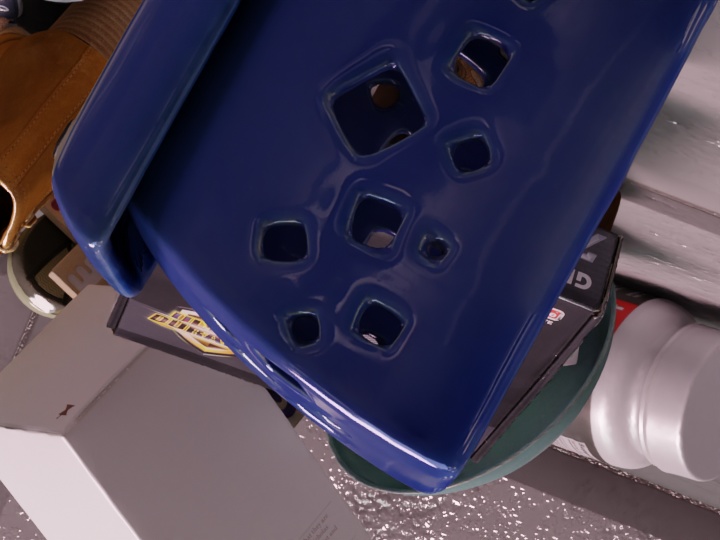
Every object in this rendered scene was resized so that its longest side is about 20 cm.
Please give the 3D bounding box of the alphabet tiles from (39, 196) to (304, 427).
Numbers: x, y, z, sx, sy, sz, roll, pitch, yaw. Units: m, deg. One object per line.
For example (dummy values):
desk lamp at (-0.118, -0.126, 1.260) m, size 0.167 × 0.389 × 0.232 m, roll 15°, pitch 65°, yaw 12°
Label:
alphabet tiles at (-0.094, 0.004, 1.632) m, size 0.200 × 0.167 × 0.008 m, roll 44°, pitch 132°, yaw -3°

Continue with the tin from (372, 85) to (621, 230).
tin at (0.067, -0.052, 1.398) m, size 0.112 × 0.042 × 0.200 m, roll 16°, pitch 176°, yaw 20°

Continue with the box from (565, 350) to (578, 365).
box at (0.000, 0.000, 1.562) m, size 0.200 × 0.097 × 0.176 m, roll -5°, pitch -166°, yaw -42°

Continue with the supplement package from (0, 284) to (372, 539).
supplement package at (-0.104, 0.120, 1.511) m, size 0.117 × 0.117 × 0.200 m, roll 4°, pitch 134°, yaw 53°

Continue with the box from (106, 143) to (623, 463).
box at (-0.004, 0.006, 1.271) m, size 0.200 × 0.050 × 0.199 m, roll 21°, pitch 154°, yaw -7°

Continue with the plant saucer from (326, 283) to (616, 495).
plant saucer at (0.072, 0.062, 1.642) m, size 0.200 × 0.200 × 0.036 m, roll 15°, pitch 152°, yaw 49°

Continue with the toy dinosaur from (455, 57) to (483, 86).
toy dinosaur at (0.041, -0.082, 1.260) m, size 0.106 × 0.060 × 0.200 m, roll 49°, pitch 172°, yaw -13°

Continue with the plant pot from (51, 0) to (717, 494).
plant pot at (0.001, -0.046, 1.010) m, size 0.180 × 0.200 × 0.200 m, roll 29°, pitch 175°, yaw 4°

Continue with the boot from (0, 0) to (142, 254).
boot at (-0.165, -0.046, 1.208) m, size 0.071 × 0.144 × 0.201 m, roll 40°, pitch 147°, yaw -8°

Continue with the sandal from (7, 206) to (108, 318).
sandal at (-0.144, -0.018, 1.657) m, size 0.201 × 0.057 × 0.080 m, roll -22°, pitch -106°, yaw -46°

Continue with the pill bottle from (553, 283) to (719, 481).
pill bottle at (0.151, 0.062, 1.780) m, size 0.200 × 0.114 × 0.114 m, roll 17°, pitch 172°, yaw 37°

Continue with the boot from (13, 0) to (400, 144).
boot at (-0.058, -0.074, 1.286) m, size 0.200 × 0.069 × 0.174 m, roll 15°, pitch 151°, yaw 44°

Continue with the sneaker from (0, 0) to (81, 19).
sneaker at (-0.145, -0.146, 1.184) m, size 0.200 × 0.070 × 0.108 m, roll 26°, pitch 173°, yaw 40°

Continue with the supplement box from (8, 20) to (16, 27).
supplement box at (-0.201, -0.127, 1.581) m, size 0.067 × 0.069 × 0.200 m, roll 33°, pitch 171°, yaw -36°

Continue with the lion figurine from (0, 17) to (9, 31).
lion figurine at (-0.254, -0.176, 1.419) m, size 0.200 × 0.072 × 0.122 m, roll 41°, pitch 173°, yaw -27°
